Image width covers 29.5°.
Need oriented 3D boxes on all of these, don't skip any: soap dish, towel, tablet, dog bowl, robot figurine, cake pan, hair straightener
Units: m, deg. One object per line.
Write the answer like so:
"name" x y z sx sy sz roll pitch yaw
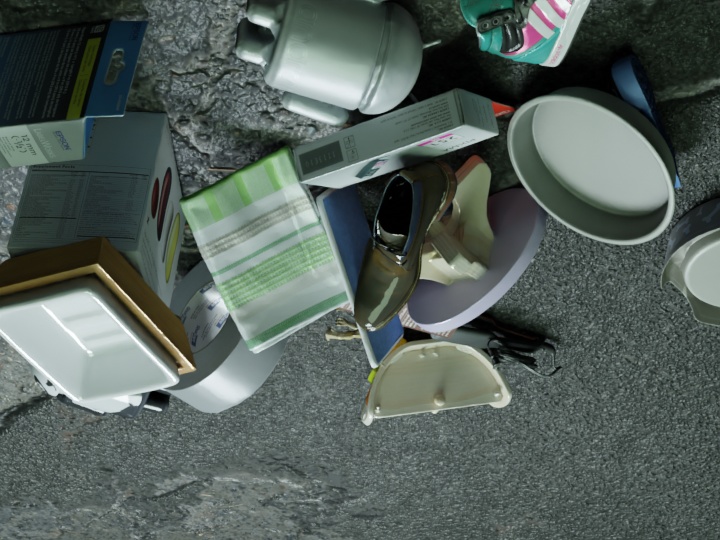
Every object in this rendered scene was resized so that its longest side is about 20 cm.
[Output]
"soap dish" -0.286 0.053 1.447 0.156 0.082 0.200 -12 139 21
"towel" -0.103 -0.023 1.569 0.148 0.031 0.202 -29 108 -11
"tablet" 0.000 0.000 1.558 0.014 0.130 0.202 -16 99 20
"dog bowl" 0.454 -0.013 1.616 0.197 0.059 0.201 4 143 3
"robot figurine" -0.023 -0.223 1.358 0.198 0.114 0.171 14 127 -11
"cake pan" 0.249 -0.114 1.445 0.199 0.037 0.201 29 149 19
"robot figurine" -0.344 0.128 1.844 0.198 0.152 0.125 19 -179 -17
"hair straightener" 0.180 0.106 1.790 0.198 0.078 0.041 21 139 -20

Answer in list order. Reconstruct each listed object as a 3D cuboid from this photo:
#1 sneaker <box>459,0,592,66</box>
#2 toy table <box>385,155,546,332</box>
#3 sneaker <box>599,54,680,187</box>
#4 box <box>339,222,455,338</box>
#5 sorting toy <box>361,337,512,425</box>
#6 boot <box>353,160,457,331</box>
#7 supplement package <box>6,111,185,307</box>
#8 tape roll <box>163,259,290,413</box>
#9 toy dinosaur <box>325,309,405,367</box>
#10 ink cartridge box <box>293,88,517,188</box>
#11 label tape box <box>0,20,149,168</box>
"sneaker" 0.153 -0.275 1.300 0.119 0.084 0.201 1 145 -10
"toy table" 0.104 -0.035 1.552 0.117 0.184 0.201 37 90 -39
"sneaker" 0.285 -0.145 1.458 0.077 0.071 0.201 -15 138 17
"box" 0.040 0.008 1.687 0.198 0.076 0.100 15 142 -15
"sorting toy" 0.080 0.160 1.861 0.198 0.108 0.180 -6 162 -14
"boot" 0.027 -0.025 1.438 0.074 0.097 0.202 29 104 21
"supplement package" -0.291 -0.044 1.553 0.145 0.202 0.192 2 144 3
"tape roll" -0.171 0.072 1.689 0.199 0.202 0.066 -25 135 34
"toy dinosaur" 0.009 0.066 1.727 0.100 0.200 0.059 7 101 9
"ink cartridge box" 0.054 -0.134 1.451 0.198 0.044 0.173 -17 171 27
"label tape box" -0.316 -0.183 1.421 0.197 0.145 0.066 -4 142 12
